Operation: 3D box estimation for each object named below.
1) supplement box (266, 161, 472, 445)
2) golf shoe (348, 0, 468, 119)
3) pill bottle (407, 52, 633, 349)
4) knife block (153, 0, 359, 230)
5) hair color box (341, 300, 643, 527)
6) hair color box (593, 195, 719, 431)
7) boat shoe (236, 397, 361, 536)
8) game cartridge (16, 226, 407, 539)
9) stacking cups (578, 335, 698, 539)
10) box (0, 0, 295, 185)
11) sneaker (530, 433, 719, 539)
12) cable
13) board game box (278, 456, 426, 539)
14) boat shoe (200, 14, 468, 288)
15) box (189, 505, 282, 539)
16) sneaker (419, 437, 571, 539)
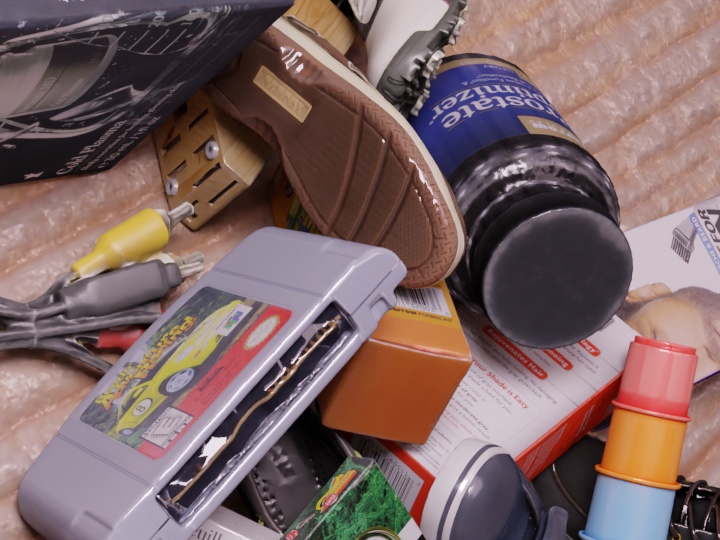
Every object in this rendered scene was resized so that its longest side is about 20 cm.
[{"bbox_3d":[0.000,0.000,0.947,0.068,0.067,0.201,13,35,-21],"label":"supplement box"},{"bbox_3d":[0.017,-0.155,1.005,0.088,0.077,0.200,25,34,-6],"label":"golf shoe"},{"bbox_3d":[0.083,-0.040,0.994,0.111,0.112,0.200,26,18,-25],"label":"pill bottle"},{"bbox_3d":[-0.044,-0.126,1.031,0.175,0.064,0.201,1,67,-37],"label":"knife block"},{"bbox_3d":[0.072,0.073,0.998,0.101,0.061,0.200,40,44,20],"label":"hair color box"},{"bbox_3d":[0.212,0.021,1.156,0.199,0.065,0.110,-20,81,-41],"label":"hair color box"},{"bbox_3d":[-0.020,0.132,0.903,0.072,0.061,0.202,-34,86,-11],"label":"boat shoe"},{"bbox_3d":[-0.077,0.058,0.837,0.200,0.133,0.041,-48,113,-17],"label":"game cartridge"},{"bbox_3d":[0.151,0.138,0.993,0.060,0.060,0.201,10,89,-34],"label":"stacking cups"},{"bbox_3d":[-0.175,-0.129,0.837,0.196,0.200,0.125,-11,75,-40],"label":"box"},{"bbox_3d":[0.195,0.144,1.048,0.200,0.106,0.075,35,50,-18],"label":"sneaker"},{"bbox_3d":[-0.159,0.028,0.893,0.199,0.050,0.098,-14,93,-29],"label":"cable"},{"bbox_3d":[-0.033,0.189,0.767,0.200,0.023,0.105,-48,116,-29],"label":"board game box"},{"bbox_3d":[-0.007,-0.074,0.915,0.203,0.075,0.075,50,25,19],"label":"boat shoe"},{"bbox_3d":[-0.024,0.164,0.857,0.199,0.041,0.039,26,93,-2],"label":"box"},{"bbox_3d":[0.088,0.161,0.898,0.079,0.079,0.200,-55,149,-25],"label":"sneaker"}]
